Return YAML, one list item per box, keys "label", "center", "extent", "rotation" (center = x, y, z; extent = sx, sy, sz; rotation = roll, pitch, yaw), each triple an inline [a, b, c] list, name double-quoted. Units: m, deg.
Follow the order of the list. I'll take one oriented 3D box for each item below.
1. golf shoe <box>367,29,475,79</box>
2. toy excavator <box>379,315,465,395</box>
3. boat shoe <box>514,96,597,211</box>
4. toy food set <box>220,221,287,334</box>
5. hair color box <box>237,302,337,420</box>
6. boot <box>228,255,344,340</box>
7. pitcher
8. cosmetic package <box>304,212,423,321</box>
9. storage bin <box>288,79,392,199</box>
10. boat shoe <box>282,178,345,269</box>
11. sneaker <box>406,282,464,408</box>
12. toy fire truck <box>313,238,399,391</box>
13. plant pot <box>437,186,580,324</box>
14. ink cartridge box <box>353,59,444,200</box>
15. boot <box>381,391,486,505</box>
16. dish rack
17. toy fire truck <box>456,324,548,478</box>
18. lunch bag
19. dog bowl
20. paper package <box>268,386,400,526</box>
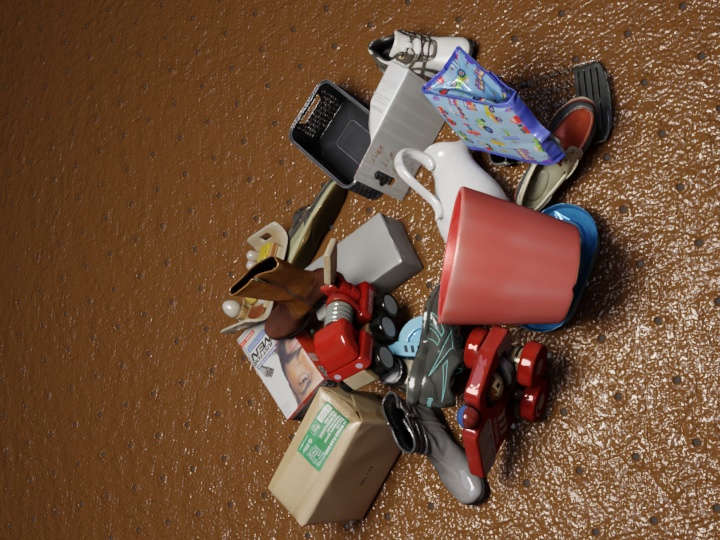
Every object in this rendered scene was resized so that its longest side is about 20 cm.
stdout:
- label: "golf shoe"
  center: [0.103, -0.384, 1.480]
  extent: [0.198, 0.094, 0.079]
  rotation: [1, 80, 33]
- label: "toy excavator"
  center: [0.136, 0.102, 1.370]
  extent: [0.192, 0.100, 0.203]
  rotation: [-1, 72, 33]
- label: "boat shoe"
  center: [0.299, -0.171, 1.283]
  extent: [0.071, 0.063, 0.201]
  rotation: [30, 123, 0]
- label: "toy food set"
  center: [-0.207, 0.017, 1.578]
  extent: [0.143, 0.060, 0.203]
  rotation: [-24, 49, 58]
- label: "hair color box"
  center: [-0.136, 0.166, 1.555]
  extent: [0.111, 0.064, 0.200]
  rotation: [-49, 59, 16]
- label: "boot"
  center: [-0.144, 0.052, 1.399]
  extent: [0.187, 0.199, 0.069]
  rotation: [-31, 68, 27]
- label: "pitcher"
  center: [0.151, -0.116, 1.351]
  extent: [0.121, 0.170, 0.202]
  rotation: [-55, 48, 53]
- label: "cosmetic package"
  center: [0.000, 0.000, 1.482]
  extent: [0.199, 0.090, 0.108]
  rotation: [-33, 64, 22]
- label: "storage bin"
  center: [-0.021, -0.240, 1.536]
  extent: [0.200, 0.093, 0.136]
  rotation: [44, 106, 33]
- label: "boat shoe"
  center: [-0.099, -0.091, 1.573]
  extent: [0.065, 0.073, 0.201]
  rotation: [37, 102, 28]
- label: "sneaker"
  center: [0.125, 0.117, 1.285]
  extent: [0.078, 0.076, 0.202]
  rotation: [10, 71, 11]
- label: "toy fire truck"
  center: [-0.026, 0.065, 1.333]
  extent: [0.128, 0.200, 0.177]
  rotation: [-30, 34, 31]
- label: "plant pot"
  center: [0.212, -0.008, 1.198]
  extent: [0.175, 0.200, 0.203]
  rotation: [10, 86, 2]
- label: "ink cartridge box"
  center: [0.064, -0.237, 1.434]
  extent: [0.057, 0.162, 0.201]
  rotation: [39, 103, 34]
- label: "boot"
  center: [0.109, 0.286, 1.321]
  extent: [0.070, 0.131, 0.201]
  rotation: [-46, 59, 17]
- label: "dish rack"
  center: [0.301, -0.255, 1.342]
  extent: [0.198, 0.054, 0.156]
  rotation: [-11, 76, 32]
- label: "toy fire truck"
  center: [0.197, 0.190, 1.233]
  extent: [0.111, 0.201, 0.169]
  rotation: [14, 50, 28]
- label: "lunch bag"
  center: [0.207, -0.227, 1.235]
  extent: [0.094, 0.150, 0.200]
  rotation: [-49, 40, 2]
- label: "dog bowl"
  center: [0.304, -0.001, 1.293]
  extent: [0.111, 0.049, 0.202]
  rotation: [22, 94, 35]
- label: "paper package"
  center: [-0.030, 0.307, 1.377]
  extent: [0.103, 0.190, 0.202]
  rotation: [34, 99, 32]
